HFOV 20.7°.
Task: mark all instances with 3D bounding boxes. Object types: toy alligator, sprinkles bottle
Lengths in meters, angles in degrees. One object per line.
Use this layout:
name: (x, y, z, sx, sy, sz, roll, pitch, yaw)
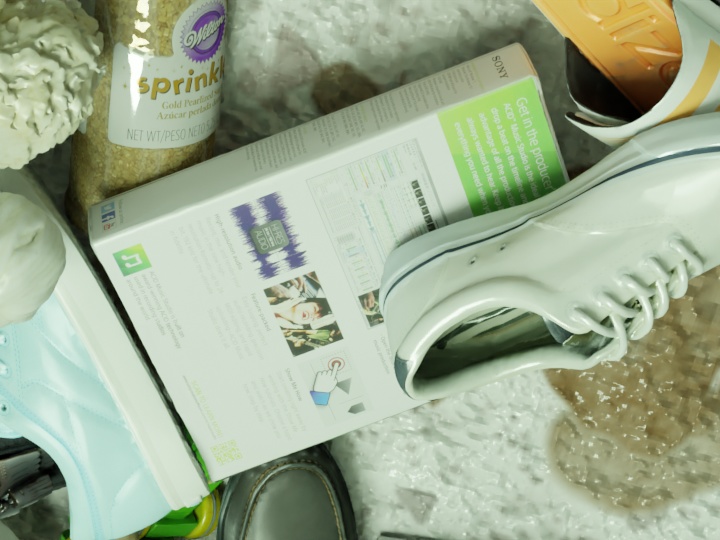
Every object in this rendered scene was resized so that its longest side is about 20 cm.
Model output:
toy alligator: (-0.100, 0.103, 0.967, 0.200, 0.059, 0.054, -53, 57, 23)
sprinkles bottle: (-0.088, -0.110, 0.835, 0.068, 0.068, 0.201, 11, 120, 4)

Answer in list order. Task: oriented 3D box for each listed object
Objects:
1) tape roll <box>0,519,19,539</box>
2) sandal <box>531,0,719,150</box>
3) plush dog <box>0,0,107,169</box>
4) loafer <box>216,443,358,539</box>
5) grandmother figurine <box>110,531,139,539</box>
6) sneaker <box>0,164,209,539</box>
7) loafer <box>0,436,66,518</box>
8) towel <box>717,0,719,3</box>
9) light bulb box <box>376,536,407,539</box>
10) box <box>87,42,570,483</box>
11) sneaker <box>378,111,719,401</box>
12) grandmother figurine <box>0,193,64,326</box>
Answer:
tape roll: (-0.259, 0.207, 0.967, 0.201, 0.139, 0.204, 11, 115, 24)
sandal: (0.106, -0.084, 0.800, 0.206, 0.059, 0.079, 40, 148, -17)
plush dog: (-0.210, -0.138, 0.787, 0.198, 0.173, 0.161, -9, 148, 17)
loafer: (-0.029, 0.172, 0.967, 0.072, 0.072, 0.201, -10, 122, -10)
grandmother figurine: (-0.081, 0.224, 0.907, 0.121, 0.061, 0.201, -36, 90, -14)
sneaker: (-0.145, 0.033, 0.873, 0.082, 0.074, 0.201, -29, 97, -6)
loafer: (-0.205, 0.104, 0.912, 0.198, 0.063, 0.072, -5, 143, -22)
towel: (0.177, -0.183, 0.761, 0.200, 0.048, 0.171, 39, 117, -12)
light bulb box: (0.088, 0.256, 0.972, 0.198, 0.125, 0.200, 8, 120, 6)
box: (0.000, 0.000, 0.858, 0.199, 0.036, 0.145, -19, 125, 4)
sneaker: (0.100, 0.002, 0.790, 0.199, 0.071, 0.073, -24, 136, 22)
grandmother figurine: (-0.209, 0.011, 0.821, 0.199, 0.061, 0.121, -14, 154, 28)
